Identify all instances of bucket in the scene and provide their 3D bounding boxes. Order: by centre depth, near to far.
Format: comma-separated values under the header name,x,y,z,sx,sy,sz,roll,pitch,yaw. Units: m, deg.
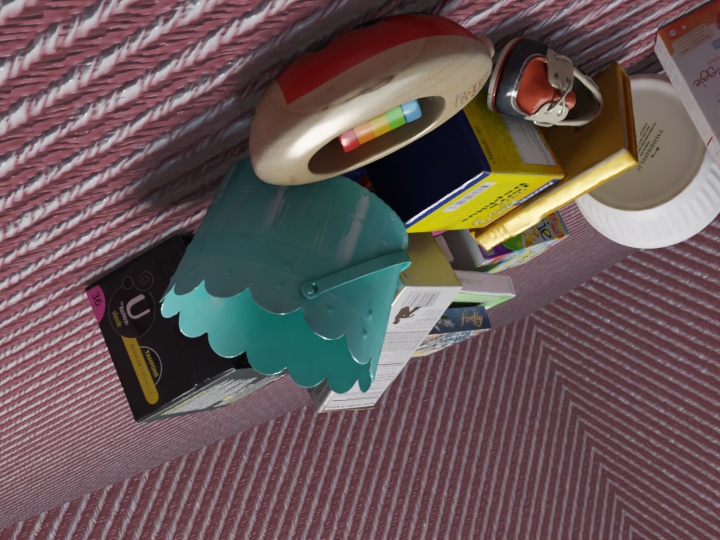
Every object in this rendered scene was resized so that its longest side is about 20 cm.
name,x,y,z,sx,sy,sz,roll,pitch,yaw
bucket,-0.058,0.006,0.799,0.204,0.136,0.208,18,160,7

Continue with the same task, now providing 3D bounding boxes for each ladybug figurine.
name,x,y,z,sx,sy,sz,roll,pitch,yaw
ladybug figurine,0.004,-0.132,0.685,0.198,0.073,0.136,-24,168,-2

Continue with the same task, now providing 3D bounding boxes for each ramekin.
name,x,y,z,sx,sy,sz,roll,pitch,yaw
ramekin,0.336,-0.134,1.093,0.199,0.202,0.105,-29,159,21

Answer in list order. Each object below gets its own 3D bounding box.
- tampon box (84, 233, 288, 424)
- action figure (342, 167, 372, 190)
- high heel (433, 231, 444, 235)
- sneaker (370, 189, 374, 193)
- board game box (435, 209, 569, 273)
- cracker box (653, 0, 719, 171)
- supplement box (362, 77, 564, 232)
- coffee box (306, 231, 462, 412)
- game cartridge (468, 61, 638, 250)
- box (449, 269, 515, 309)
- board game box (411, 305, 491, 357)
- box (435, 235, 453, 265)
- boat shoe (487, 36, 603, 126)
name,x,y,z,sx,sy,sz,roll,pitch,yaw
tampon box,-0.170,0.064,0.995,0.125,0.151,0.200,-28,168,14
action figure,-0.007,-0.088,0.935,0.198,0.052,0.066,-22,164,-28
high heel,0.066,-0.077,1.088,0.197,0.068,0.096,-8,175,-17
sneaker,-0.040,-0.030,0.995,0.197,0.074,0.081,-19,129,-3
board game box,0.192,-0.058,1.342,0.198,0.106,0.103,-15,166,-42
cracker box,0.417,-0.192,0.976,0.133,0.202,0.058,-27,169,9
supplement box,0.095,-0.111,0.881,0.109,0.110,0.199,-32,167,30
coffee box,0.006,0.042,0.959,0.079,0.114,0.201,1,137,-36
game cartridge,0.207,-0.122,1.010,0.199,0.032,0.177,-33,-153,34
box,0.099,0.051,1.306,0.143,0.037,0.199,5,157,-45
board game box,0.063,0.088,1.250,0.198,0.035,0.135,-1,161,-44
box,0.030,0.015,1.250,0.198,0.042,0.039,-27,169,-4
boat shoe,0.173,-0.167,0.856,0.199,0.062,0.072,-7,123,-62
